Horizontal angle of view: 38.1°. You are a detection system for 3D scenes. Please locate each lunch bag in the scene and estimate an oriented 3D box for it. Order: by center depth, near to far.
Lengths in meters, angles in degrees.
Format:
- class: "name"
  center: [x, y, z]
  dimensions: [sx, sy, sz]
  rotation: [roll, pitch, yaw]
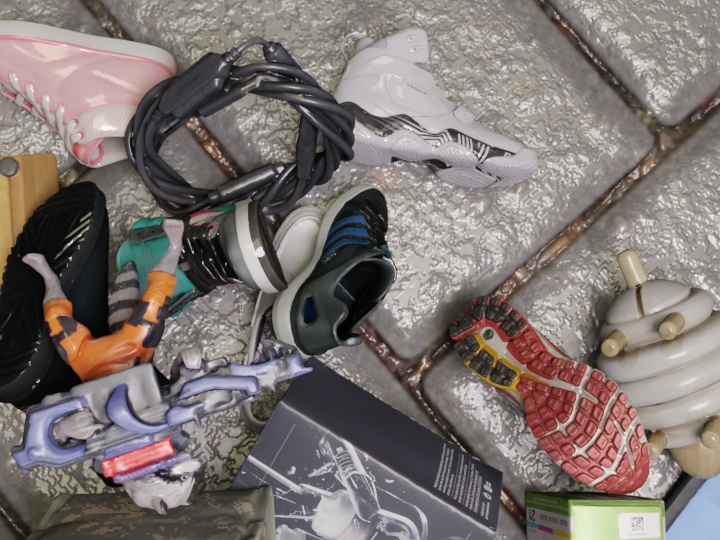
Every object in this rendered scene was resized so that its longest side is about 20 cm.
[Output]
- class: "lunch bag"
  center: [-0.139, 0.263, 0.718]
  dimensions: [0.162, 0.118, 0.202]
  rotation: [-2, 102, 4]

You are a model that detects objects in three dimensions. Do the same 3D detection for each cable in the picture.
- class: "cable"
  center: [-0.102, -0.106, 0.869]
  dimensions: [0.163, 0.199, 0.051]
  rotation: [29, 42, -37]

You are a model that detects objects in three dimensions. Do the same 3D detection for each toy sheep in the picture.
- class: "toy sheep"
  center: [0.258, 0.077, 0.867]
  dimensions: [0.137, 0.138, 0.202]
  rotation: [-19, 93, -7]

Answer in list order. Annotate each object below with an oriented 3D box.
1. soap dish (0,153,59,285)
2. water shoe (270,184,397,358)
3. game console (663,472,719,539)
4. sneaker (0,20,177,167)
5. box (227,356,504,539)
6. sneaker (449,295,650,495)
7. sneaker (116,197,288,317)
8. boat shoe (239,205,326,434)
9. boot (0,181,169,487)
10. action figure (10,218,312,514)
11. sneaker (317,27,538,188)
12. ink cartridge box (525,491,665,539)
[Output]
- class: "soap dish"
  center: [-0.352, -0.018, 0.867]
  dimensions: [0.198, 0.081, 0.159]
  rotation: [-5, 80, -6]
- class: "water shoe"
  center: [0.000, 0.000, 0.854]
  dimensions: [0.078, 0.072, 0.201]
  rotation: [-5, 38, 30]
- class: "game console"
  center: [0.341, 0.234, 0.852]
  dimensions: [0.172, 0.119, 0.200]
  rotation: [42, 79, 3]
- class: "sneaker"
  center: [-0.263, -0.148, 0.898]
  dimensions: [0.198, 0.075, 0.106]
  rotation: [7, 74, -7]
- class: "box"
  center: [-0.019, 0.205, 0.801]
  dimensions: [0.181, 0.104, 0.201]
  rotation: [31, 108, 3]
- class: "sneaker"
  center: [0.162, 0.100, 0.857]
  dimensions: [0.078, 0.082, 0.200]
  rotation: [-44, 62, 5]
- class: "sneaker"
  center: [-0.127, -0.009, 0.804]
  dimensions: [0.120, 0.200, 0.084]
  rotation: [-21, 99, -6]
- class: "boat shoe"
  center: [-0.062, 0.038, 0.883]
  dimensions: [0.071, 0.069, 0.201]
  rotation: [20, 80, 0]
- class: "boot"
  center: [-0.211, 0.054, 0.838]
  dimensions: [0.076, 0.168, 0.201]
  rotation: [-10, 52, 23]
- class: "action figure"
  center: [-0.135, 0.068, 0.718]
  dimensions: [0.198, 0.105, 0.195]
  rotation: [-10, 75, -6]
- class: "sneaker"
  center: [0.066, -0.145, 0.920]
  dimensions: [0.198, 0.075, 0.116]
  rotation: [10, 75, -7]
- class: "ink cartridge box"
  center: [0.184, 0.279, 0.818]
  dimensions: [0.075, 0.148, 0.202]
  rotation: [1, 80, -4]
